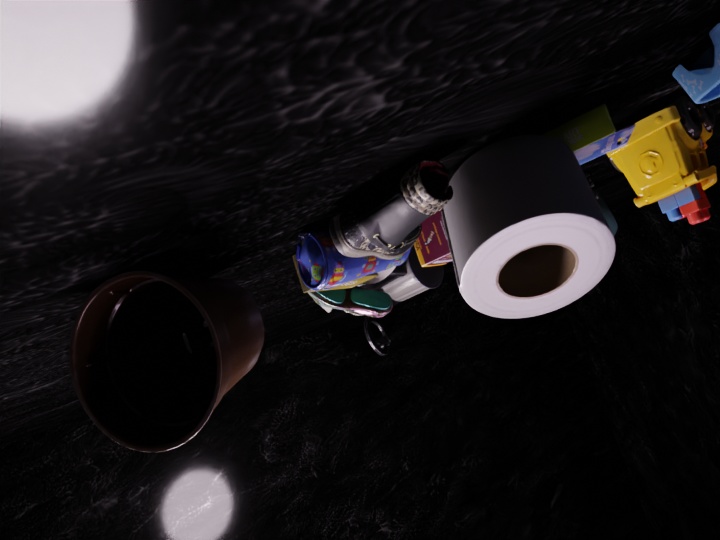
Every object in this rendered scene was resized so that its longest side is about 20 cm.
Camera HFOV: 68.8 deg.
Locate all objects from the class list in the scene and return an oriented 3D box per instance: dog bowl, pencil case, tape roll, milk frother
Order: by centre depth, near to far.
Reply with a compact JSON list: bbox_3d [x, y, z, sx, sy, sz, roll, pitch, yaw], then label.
[{"bbox_3d":[0.449,-0.258,0.610,0.108,0.051,0.200,-22,173,7],"label":"dog bowl"},{"bbox_3d":[0.215,-0.052,0.699,0.194,0.143,0.206,-4,141,-3],"label":"tape roll"},{"bbox_3d":[-0.011,-0.030,0.786,0.196,0.086,0.080,-15,130,-44],"label":"pencil case"},{"bbox_3d":[0.086,0.062,1.188,0.178,0.206,0.186,-22,176,-44],"label":"milk frother"}]

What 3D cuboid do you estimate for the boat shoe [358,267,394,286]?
[{"bbox_3d":[0.000,0.000,1.086,0.197,0.073,0.068,-33,-175,33],"label":"boat shoe"}]

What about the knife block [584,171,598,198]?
[{"bbox_3d":[0.429,-0.166,1.200,0.181,0.195,0.064,-66,166,2],"label":"knife block"}]

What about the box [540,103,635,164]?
[{"bbox_3d":[0.281,-0.168,0.758,0.195,0.049,0.121,-24,172,21],"label":"box"}]

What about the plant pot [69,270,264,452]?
[{"bbox_3d":[-0.229,0.097,0.689,0.194,0.207,0.198,-22,180,11],"label":"plant pot"}]

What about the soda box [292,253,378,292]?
[{"bbox_3d":[-0.037,-0.007,0.923,0.066,0.066,0.199,-23,173,21],"label":"soda box"}]

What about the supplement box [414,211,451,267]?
[{"bbox_3d":[0.199,-0.085,0.956,0.196,0.089,0.109,-26,170,32],"label":"supplement box"}]

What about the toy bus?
[{"bbox_3d":[0.527,-0.172,0.877,0.196,0.198,0.135,-16,170,-39],"label":"toy bus"}]

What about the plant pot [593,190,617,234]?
[{"bbox_3d":[0.609,-0.124,1.462,0.159,0.205,0.200,-34,169,15],"label":"plant pot"}]

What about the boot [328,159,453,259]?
[{"bbox_3d":[0.068,-0.078,0.702,0.151,0.076,0.201,-29,169,34],"label":"boot"}]

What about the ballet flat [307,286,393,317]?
[{"bbox_3d":[-0.032,0.057,1.046,0.193,0.071,0.072,16,142,-11],"label":"ballet flat"}]
